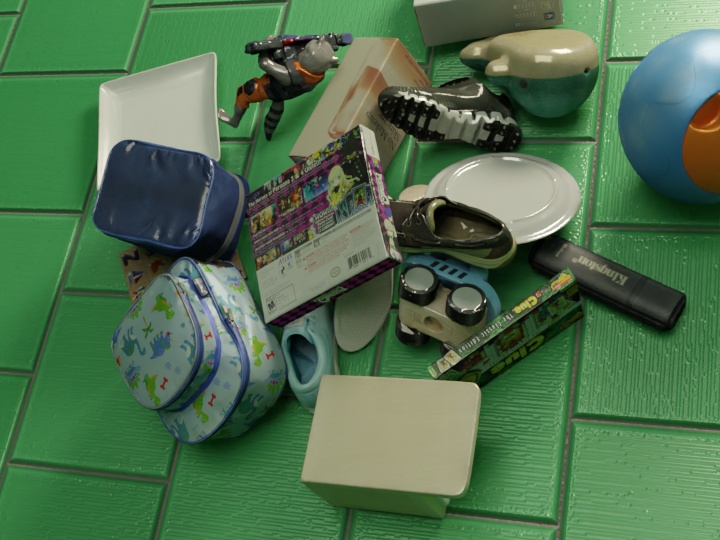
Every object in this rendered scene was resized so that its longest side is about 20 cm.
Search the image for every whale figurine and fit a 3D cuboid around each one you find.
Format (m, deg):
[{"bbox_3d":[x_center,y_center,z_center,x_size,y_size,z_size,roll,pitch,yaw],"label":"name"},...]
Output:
[{"bbox_3d":[0.224,-0.263,1.473,0.158,0.105,0.199,-25,29,-35],"label":"whale figurine"}]

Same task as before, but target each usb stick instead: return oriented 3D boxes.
[{"bbox_3d":[0.296,0.012,1.335,0.198,0.033,0.056,28,71,29],"label":"usb stick"}]

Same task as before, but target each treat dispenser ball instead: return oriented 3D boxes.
[{"bbox_3d":[0.404,-0.180,1.302,0.197,0.201,0.204,-8,61,14],"label":"treat dispenser ball"}]

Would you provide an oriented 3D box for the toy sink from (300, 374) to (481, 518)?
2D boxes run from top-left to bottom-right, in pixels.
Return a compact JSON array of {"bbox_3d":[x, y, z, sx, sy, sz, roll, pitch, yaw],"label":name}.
[{"bbox_3d":[0.050,0.204,1.272,0.197,0.112,0.132,0,63,23],"label":"toy sink"}]

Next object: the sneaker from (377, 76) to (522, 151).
[{"bbox_3d":[0.118,-0.218,1.470,0.197,0.067,0.092,11,51,-9],"label":"sneaker"}]

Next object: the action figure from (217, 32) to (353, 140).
[{"bbox_3d":[-0.086,-0.268,1.538,0.198,0.193,0.106,-18,84,-38],"label":"action figure"}]

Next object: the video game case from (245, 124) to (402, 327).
[{"bbox_3d":[-0.050,-0.052,1.349,0.198,0.036,0.184,-29,61,30],"label":"video game case"}]

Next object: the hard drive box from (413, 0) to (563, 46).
[{"bbox_3d":[0.180,-0.408,1.553,0.197,0.077,0.158,-7,52,15],"label":"hard drive box"}]

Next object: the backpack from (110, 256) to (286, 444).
[{"bbox_3d":[-0.203,0.107,1.368,0.183,0.146,0.201,-47,65,25],"label":"backpack"}]

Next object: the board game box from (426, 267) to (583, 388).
[{"bbox_3d":[0.173,0.082,1.299,0.199,0.105,0.024,-35,62,-1],"label":"board game box"}]

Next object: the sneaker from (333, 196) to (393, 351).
[{"bbox_3d":[0.000,0.000,1.426,0.070,0.099,0.203,10,94,-15],"label":"sneaker"}]

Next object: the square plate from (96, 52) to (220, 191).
[{"bbox_3d":[-0.299,-0.218,1.652,0.195,0.029,0.203,-13,60,12],"label":"square plate"}]

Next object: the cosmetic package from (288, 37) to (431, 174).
[{"bbox_3d":[0.002,-0.204,1.494,0.086,0.103,0.202,12,68,43],"label":"cosmetic package"}]

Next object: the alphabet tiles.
[{"bbox_3d":[-0.260,-0.033,1.557,0.165,0.008,0.202,-26,58,4],"label":"alphabet tiles"}]

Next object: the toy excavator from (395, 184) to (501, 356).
[{"bbox_3d":[0.102,-0.006,1.381,0.192,0.101,0.201,23,50,19],"label":"toy excavator"}]

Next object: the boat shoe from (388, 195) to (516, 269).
[{"bbox_3d":[0.089,-0.059,1.311,0.197,0.065,0.074,11,59,20],"label":"boat shoe"}]

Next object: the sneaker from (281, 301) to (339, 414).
[{"bbox_3d":[-0.068,0.075,1.393,0.073,0.082,0.202,-19,59,6],"label":"sneaker"}]

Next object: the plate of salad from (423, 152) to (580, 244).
[{"bbox_3d":[0.179,-0.086,1.399,0.196,0.049,0.202,-5,39,4],"label":"plate of salad"}]

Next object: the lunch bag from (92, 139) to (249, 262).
[{"bbox_3d":[-0.258,-0.090,1.507,0.197,0.132,0.138,14,84,23],"label":"lunch bag"}]
